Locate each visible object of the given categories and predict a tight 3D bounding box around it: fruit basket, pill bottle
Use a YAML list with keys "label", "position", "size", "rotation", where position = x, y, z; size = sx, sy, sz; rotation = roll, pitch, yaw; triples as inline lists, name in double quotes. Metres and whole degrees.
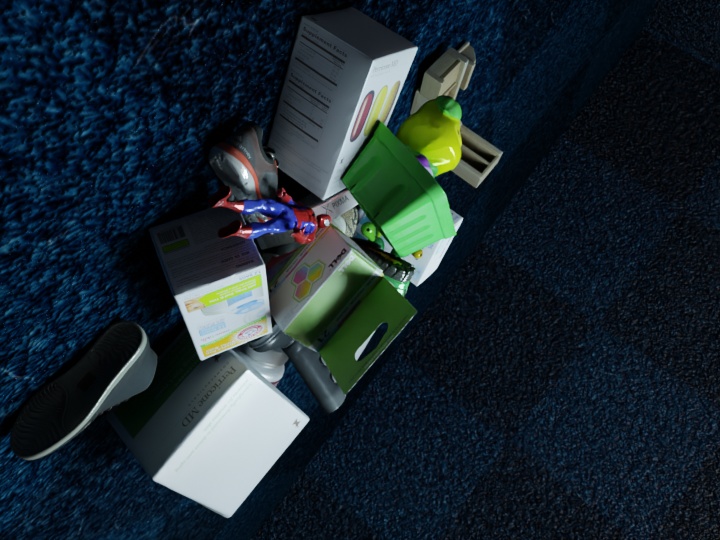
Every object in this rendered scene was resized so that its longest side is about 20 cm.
- label: "fruit basket"
  position: [0.088, -0.138, 0.864]
  size: [0.215, 0.156, 0.216]
  rotation: [-34, 161, -13]
- label: "pill bottle"
  position: [-0.214, 0.201, 1.164]
  size: [0.200, 0.114, 0.114]
  rotation: [-57, 164, 17]

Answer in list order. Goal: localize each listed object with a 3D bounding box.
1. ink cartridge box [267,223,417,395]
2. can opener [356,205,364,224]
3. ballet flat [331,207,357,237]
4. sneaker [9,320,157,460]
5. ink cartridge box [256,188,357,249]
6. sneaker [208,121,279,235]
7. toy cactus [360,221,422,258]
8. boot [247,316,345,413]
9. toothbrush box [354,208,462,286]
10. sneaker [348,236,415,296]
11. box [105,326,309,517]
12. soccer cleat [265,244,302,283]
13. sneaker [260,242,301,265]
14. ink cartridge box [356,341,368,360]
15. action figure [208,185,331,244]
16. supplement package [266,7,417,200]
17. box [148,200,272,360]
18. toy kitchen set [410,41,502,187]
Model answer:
- label: "ink cartridge box"
  position: [-0.035, 0.042, 0.825]
  size: [0.148, 0.200, 0.076]
  rotation: [-49, 126, 5]
- label: "can opener"
  position: [0.017, -0.165, 1.134]
  size: [0.200, 0.063, 0.079]
  rotation: [-54, 164, 3]
- label: "ballet flat"
  position: [-0.066, -0.037, 1.060]
  size: [0.200, 0.068, 0.075]
  rotation: [-60, 167, -3]
- label: "sneaker"
  position: [-0.337, 0.165, 0.789]
  size: [0.200, 0.075, 0.106]
  rotation: [-48, 161, -22]
- label: "ink cartridge box"
  position: [-0.042, -0.103, 0.948]
  size: [0.176, 0.045, 0.200]
  rotation: [-11, -162, 42]
- label: "sneaker"
  position: [-0.129, -0.115, 0.801]
  size: [0.082, 0.077, 0.200]
  rotation: [-55, 167, -18]
- label: "toy cactus"
  position: [0.039, -0.029, 1.157]
  size: [0.199, 0.103, 0.165]
  rotation: [-19, 143, 4]
- label: "boot"
  position: [-0.099, 0.157, 1.027]
  size: [0.065, 0.200, 0.165]
  rotation: [-23, -165, 17]
- label: "toothbrush box"
  position: [0.080, -0.091, 1.224]
  size: [0.085, 0.200, 0.147]
  rotation: [-38, 160, -44]
- label: "sneaker"
  position: [0.000, 0.000, 0.957]
  size: [0.078, 0.200, 0.085]
  rotation: [8, 107, -34]
- label: "box"
  position: [-0.231, 0.228, 0.955]
  size: [0.199, 0.171, 0.200]
  rotation: [-49, 139, -13]
- label: "soccer cleat"
  position: [-0.134, 0.022, 0.945]
  size: [0.200, 0.073, 0.068]
  rotation: [-39, -179, -15]
- label: "sneaker"
  position: [-0.147, 0.021, 1.018]
  size: [0.200, 0.088, 0.074]
  rotation: [-48, 163, -23]
- label: "ink cartridge box"
  position: [-0.073, 0.077, 1.149]
  size: [0.146, 0.200, 0.084]
  rotation: [-59, 167, 24]
- label: "action figure"
  position: [-0.095, -0.065, 0.756]
  size: [0.052, 0.066, 0.200]
  rotation: [-29, 167, 25]
- label: "supplement package"
  position: [-0.030, -0.214, 0.797]
  size: [0.114, 0.109, 0.200]
  rotation: [-38, 159, -47]
- label: "box"
  position: [-0.186, 0.020, 0.803]
  size: [0.112, 0.102, 0.200]
  rotation: [-21, 154, -16]
- label: "toy kitchen set"
  position: [0.216, -0.311, 1.174]
  size: [0.163, 0.180, 0.200]
  rotation: [-48, 168, -21]
